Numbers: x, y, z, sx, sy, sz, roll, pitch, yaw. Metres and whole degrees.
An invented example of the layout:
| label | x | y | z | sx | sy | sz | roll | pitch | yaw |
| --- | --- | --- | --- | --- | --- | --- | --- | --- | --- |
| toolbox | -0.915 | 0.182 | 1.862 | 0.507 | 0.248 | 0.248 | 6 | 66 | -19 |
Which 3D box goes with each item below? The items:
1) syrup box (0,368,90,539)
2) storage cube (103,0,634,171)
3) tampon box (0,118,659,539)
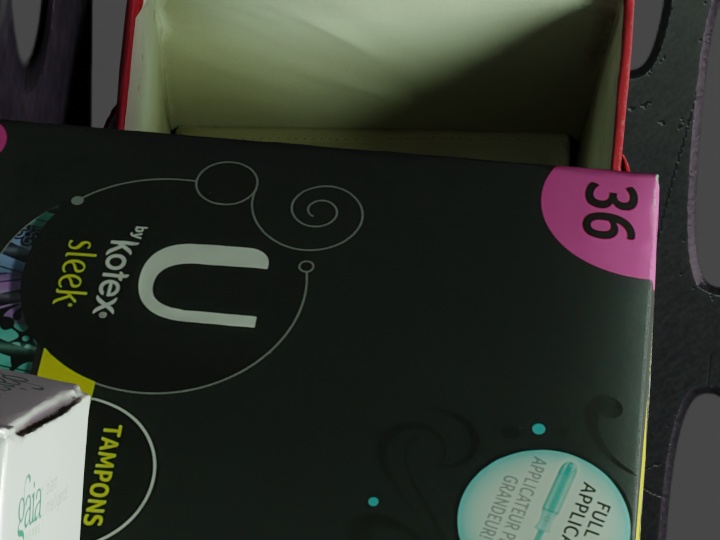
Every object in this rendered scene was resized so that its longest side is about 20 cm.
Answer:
| label | x | y | z | sx | sy | sz | roll | pitch | yaw |
| --- | --- | --- | --- | --- | --- | --- | --- | --- | --- |
| syrup box | -0.105 | 0.120 | 0.509 | 0.079 | 0.081 | 0.201 | -46 | 139 | -84 |
| storage cube | 0.000 | 0.000 | 0.929 | 0.180 | 0.199 | 0.172 | 96 | 0 | -69 |
| tampon box | -0.023 | 0.059 | 0.695 | 0.127 | 0.199 | 0.150 | 88 | 8 | -49 |
